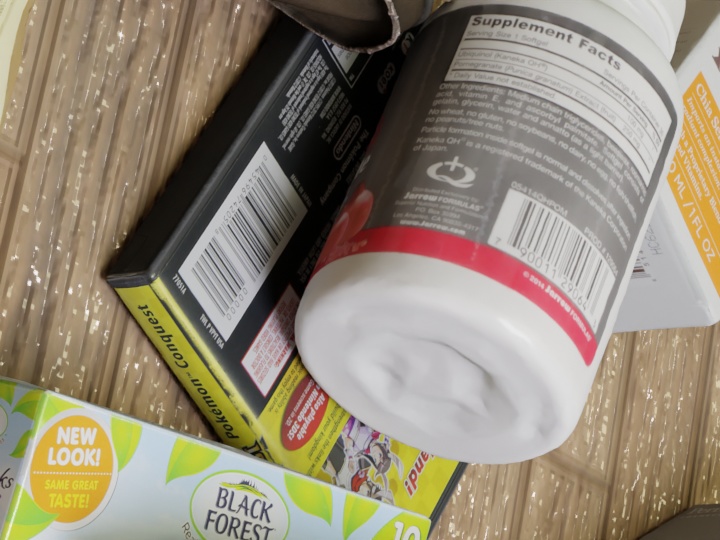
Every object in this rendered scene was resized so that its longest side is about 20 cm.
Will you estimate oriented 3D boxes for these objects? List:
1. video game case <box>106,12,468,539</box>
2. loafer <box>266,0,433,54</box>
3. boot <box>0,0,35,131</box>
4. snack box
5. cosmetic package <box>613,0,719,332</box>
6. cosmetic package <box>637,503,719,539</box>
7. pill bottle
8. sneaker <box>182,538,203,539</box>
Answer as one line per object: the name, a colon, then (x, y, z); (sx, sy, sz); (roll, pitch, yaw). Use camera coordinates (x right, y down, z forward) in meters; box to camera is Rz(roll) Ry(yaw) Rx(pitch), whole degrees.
video game case: (0.000, 0.000, 1.045); (0.181, 0.025, 0.200); (57, 46, -30)
loafer: (-0.058, -0.127, 0.956); (0.200, 0.073, 0.072); (33, 64, -31)
boot: (-0.165, -0.123, 0.816); (0.155, 0.073, 0.201); (30, 69, -48)
snack box: (-0.070, 0.126, 0.903); (0.200, 0.053, 0.143); (23, 79, -48)
cosmetic package: (0.152, -0.071, 1.204); (0.200, 0.071, 0.102); (-52, 124, -41)
cosmetic package: (0.142, 0.164, 1.138); (0.200, 0.106, 0.091); (-27, 106, -51)
pill bottle: (0.058, -0.037, 1.013); (0.111, 0.110, 0.201); (50, 49, -35)
sneaker: (-0.013, 0.154, 0.874); (0.200, 0.075, 0.114); (20, 80, -52)
